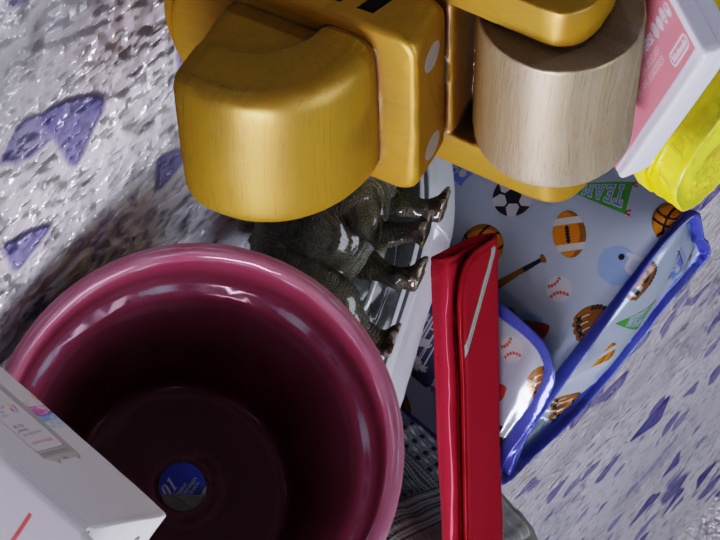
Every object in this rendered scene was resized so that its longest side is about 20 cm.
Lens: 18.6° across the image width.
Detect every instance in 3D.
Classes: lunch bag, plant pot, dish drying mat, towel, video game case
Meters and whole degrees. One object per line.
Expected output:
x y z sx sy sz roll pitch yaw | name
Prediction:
0.084 0.005 1.322 0.200 0.170 0.124 -50 159 -2 | lunch bag
-0.087 0.103 1.100 0.200 0.200 0.179 -46 176 -15 | plant pot
0.063 0.084 1.230 0.077 0.018 0.200 -28 118 -64 | dish drying mat
0.015 0.108 1.322 0.035 0.193 0.200 -50 162 16 | towel
0.093 -0.153 0.965 0.017 0.200 0.143 -22 166 -14 | video game case

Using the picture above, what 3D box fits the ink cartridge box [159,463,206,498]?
-0.069 0.116 1.370 0.094 0.044 0.200 -53 162 11 | ink cartridge box

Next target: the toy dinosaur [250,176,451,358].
-0.016 -0.015 1.146 0.077 0.102 0.200 -60 169 -54 | toy dinosaur

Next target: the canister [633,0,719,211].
0.124 -0.147 1.073 0.149 0.200 0.087 -51 162 0 | canister

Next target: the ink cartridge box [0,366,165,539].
-0.163 0.108 0.879 0.117 0.200 0.067 -55 161 14 | ink cartridge box

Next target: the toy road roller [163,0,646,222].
0.008 -0.081 0.926 0.146 0.200 0.123 -57 160 -30 | toy road roller

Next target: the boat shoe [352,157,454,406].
0.000 0.000 1.223 0.071 0.072 0.200 7 94 -32 | boat shoe

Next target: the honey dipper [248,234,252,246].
0.006 -0.088 1.171 0.200 0.038 0.038 -58 161 14 | honey dipper

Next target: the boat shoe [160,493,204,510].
-0.136 0.176 1.245 0.200 0.075 0.073 0 147 -34 | boat shoe
